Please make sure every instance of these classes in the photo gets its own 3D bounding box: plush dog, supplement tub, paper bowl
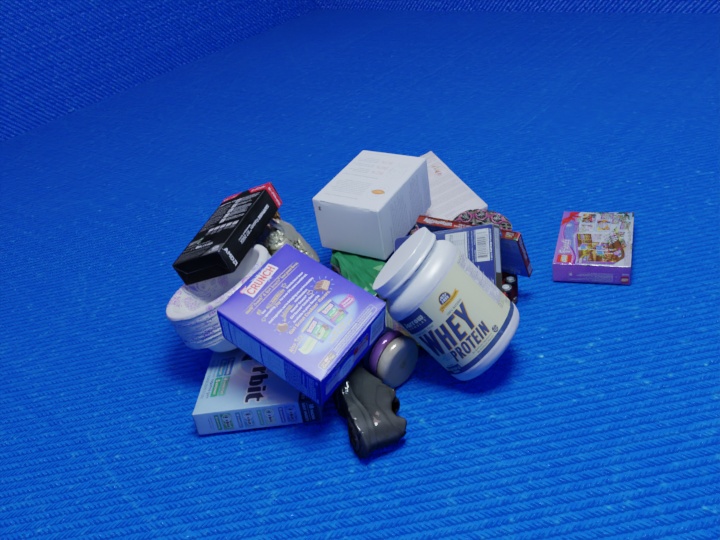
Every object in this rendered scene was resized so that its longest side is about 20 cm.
[{"bbox_3d":[-0.195,-0.019,1.434,0.170,0.162,0.200,-35,-2,15],"label":"plush dog"},{"bbox_3d":[0.128,0.049,1.132,0.145,0.199,0.145,-46,9,9],"label":"supplement tub"},{"bbox_3d":[-0.218,0.056,1.256,0.197,0.106,0.202,-26,22,12],"label":"paper bowl"}]

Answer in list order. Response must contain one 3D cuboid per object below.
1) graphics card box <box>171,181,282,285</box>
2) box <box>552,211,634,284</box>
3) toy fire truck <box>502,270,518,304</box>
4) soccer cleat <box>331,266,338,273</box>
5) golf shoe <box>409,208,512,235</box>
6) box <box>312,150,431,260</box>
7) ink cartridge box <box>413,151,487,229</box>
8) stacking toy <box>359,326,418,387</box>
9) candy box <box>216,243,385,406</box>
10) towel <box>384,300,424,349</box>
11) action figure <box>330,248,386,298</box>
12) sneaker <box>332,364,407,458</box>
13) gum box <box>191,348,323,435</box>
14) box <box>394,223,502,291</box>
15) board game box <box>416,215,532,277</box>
[{"bbox_3d":[-0.229,-0.066,1.303,0.123,0.051,0.202,-14,32,34],"label":"graphics card box"},{"bbox_3d":[0.435,-0.046,1.386,0.133,0.040,0.201,3,33,21],"label":"box"},{"bbox_3d":[0.203,0.038,1.313,0.138,0.050,0.200,7,35,28],"label":"toy fire truck"},{"bbox_3d":[0.017,-0.043,1.508,0.067,0.074,0.201,25,62,28],"label":"soccer cleat"},{"bbox_3d":[0.196,-0.065,1.441,0.194,0.092,0.075,-7,64,14],"label":"golf shoe"},{"bbox_3d":[0.026,-0.131,1.432,0.149,0.109,0.200,12,41,30],"label":"box"},{"bbox_3d":[0.150,-0.153,1.585,0.158,0.051,0.200,-26,55,-24],"label":"ink cartridge box"},{"bbox_3d":[0.000,0.103,1.205,0.084,0.087,0.198,-30,44,-31],"label":"stacking toy"},{"bbox_3d":[-0.086,0.074,1.112,0.197,0.078,0.169,31,55,20],"label":"candy box"},{"bbox_3d":[0.071,0.082,1.310,0.139,0.023,0.202,-9,31,3],"label":"towel"},{"bbox_3d":[0.000,0.000,1.390,0.116,0.056,0.200,-25,38,-21],"label":"action figure"},{"bbox_3d":[0.009,0.191,1.111,0.088,0.078,0.202,-11,39,-14],"label":"sneaker"},{"bbox_3d":[-0.154,0.180,1.196,0.194,0.046,0.171,-9,29,6],"label":"gum box"},{"bbox_3d":[0.145,-0.005,1.260,0.196,0.125,0.032,-6,-6,36],"label":"box"},{"bbox_3d":[0.197,-0.043,1.299,0.196,0.104,0.020,14,60,35],"label":"board game box"}]
